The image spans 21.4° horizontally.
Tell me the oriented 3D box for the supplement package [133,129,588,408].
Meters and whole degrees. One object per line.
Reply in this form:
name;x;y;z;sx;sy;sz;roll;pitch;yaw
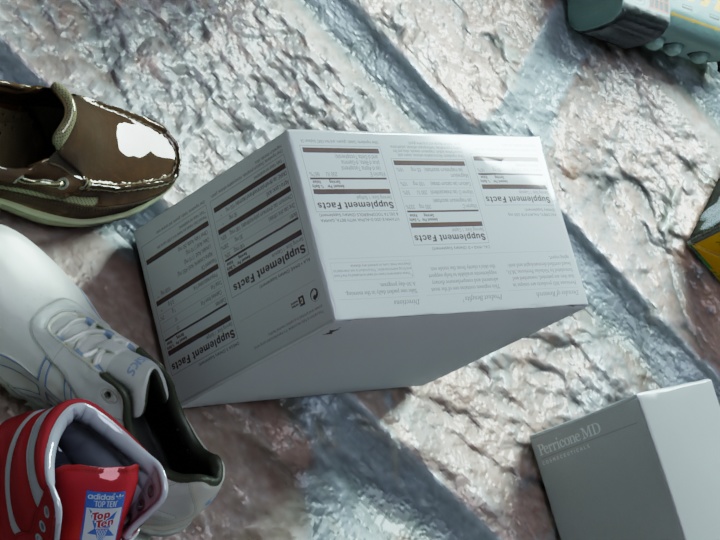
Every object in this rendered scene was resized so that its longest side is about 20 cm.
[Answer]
supplement package;0.000;0.000;1.106;0.199;0.156;0.111;-1;70;-42

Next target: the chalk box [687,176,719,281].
chalk box;0.362;-0.060;1.476;0.124;0.125;0.200;47;48;-14

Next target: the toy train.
toy train;0.237;-0.221;1.478;0.199;0.085;0.115;12;75;-40

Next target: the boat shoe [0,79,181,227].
boat shoe;-0.173;-0.068;1.042;0.202;0.075;0.075;-2;72;-42

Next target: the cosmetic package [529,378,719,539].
cosmetic package;0.197;0.180;1.232;0.090;0.107;0.201;-10;75;-44

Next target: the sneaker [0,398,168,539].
sneaker;-0.137;0.162;0.940;0.071;0.112;0.201;-7;76;-42

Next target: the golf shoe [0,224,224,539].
golf shoe;-0.139;0.048;1.004;0.200;0.097;0.078;54;47;-6
